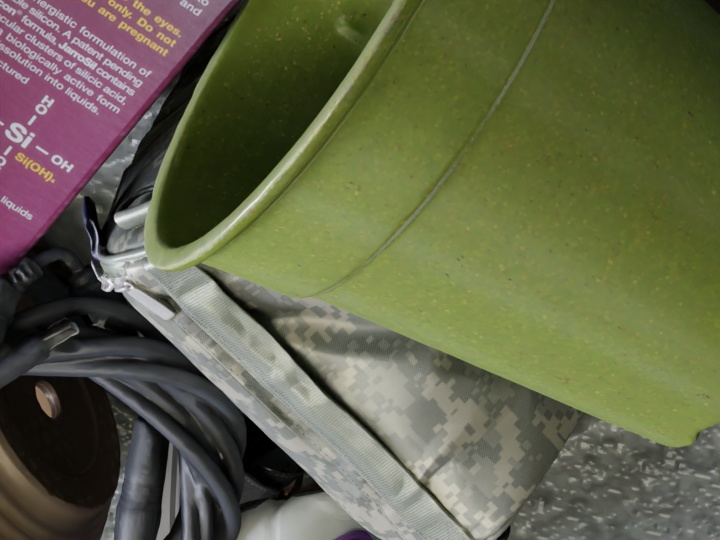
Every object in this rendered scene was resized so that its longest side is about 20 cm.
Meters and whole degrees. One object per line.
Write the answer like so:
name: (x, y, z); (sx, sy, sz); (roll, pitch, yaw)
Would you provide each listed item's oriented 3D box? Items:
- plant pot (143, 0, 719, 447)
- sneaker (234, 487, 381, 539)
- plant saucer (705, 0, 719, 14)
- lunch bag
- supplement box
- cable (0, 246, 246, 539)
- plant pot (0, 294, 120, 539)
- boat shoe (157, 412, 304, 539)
plant pot: (0.061, -0.039, 0.999); (0.190, 0.200, 0.200); (32, 130, -16)
sneaker: (-0.007, 0.140, 1.266); (0.081, 0.200, 0.084); (-10, 80, 19)
plant saucer: (0.093, -0.110, 1.049); (0.200, 0.029, 0.200); (23, 144, 18)
lunch bag: (0.000, 0.000, 1.148); (0.139, 0.168, 0.200); (-31, 114, 33)
supplement box: (-0.116, -0.107, 1.122); (0.103, 0.131, 0.200); (35, 130, -12)
cable: (-0.142, 0.095, 1.153); (0.200, 0.051, 0.163); (-43, 119, -1)
plant pot: (-0.165, 0.070, 1.238); (0.093, 0.201, 0.201); (-27, 116, 22)
boat shoe: (-0.055, 0.076, 1.296); (0.066, 0.070, 0.200); (10, 122, 10)
